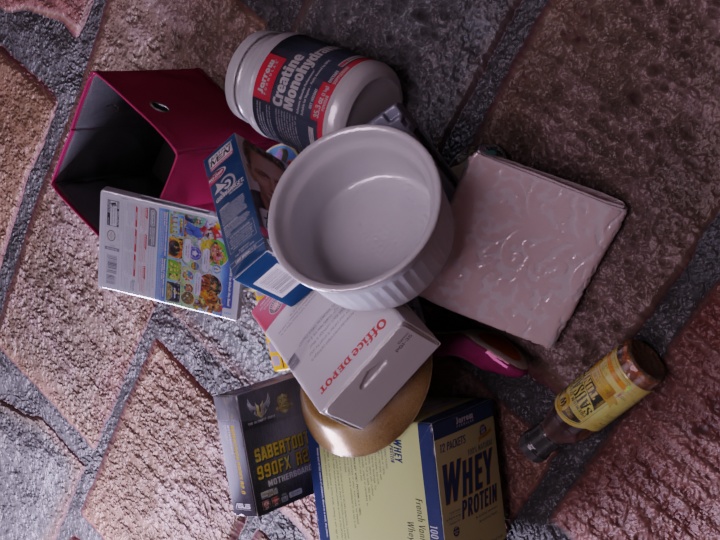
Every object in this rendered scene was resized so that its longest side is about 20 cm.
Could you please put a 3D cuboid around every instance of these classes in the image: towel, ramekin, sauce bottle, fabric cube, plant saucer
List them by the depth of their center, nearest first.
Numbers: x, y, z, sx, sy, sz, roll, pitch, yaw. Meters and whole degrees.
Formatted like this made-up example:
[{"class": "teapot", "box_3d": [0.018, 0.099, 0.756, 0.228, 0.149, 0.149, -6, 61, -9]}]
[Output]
[{"class": "ramekin", "box_3d": [0.007, -0.052, 1.298, 0.200, 0.098, 0.201, -9, 64, 19]}, {"class": "towel", "box_3d": [0.179, -0.024, 1.353, 0.191, 0.032, 0.200, 21, 117, -5]}, {"class": "sauce bottle", "box_3d": [0.263, 0.158, 1.360, 0.200, 0.066, 0.066, -47, 70, 33]}, {"class": "plant saucer", "box_3d": [-0.005, 0.125, 1.427, 0.200, 0.035, 0.201, -18, 58, 32]}, {"class": "fabric cube", "box_3d": [-0.272, -0.149, 1.634, 0.196, 0.199, 0.200, 43, 122, 24]}]

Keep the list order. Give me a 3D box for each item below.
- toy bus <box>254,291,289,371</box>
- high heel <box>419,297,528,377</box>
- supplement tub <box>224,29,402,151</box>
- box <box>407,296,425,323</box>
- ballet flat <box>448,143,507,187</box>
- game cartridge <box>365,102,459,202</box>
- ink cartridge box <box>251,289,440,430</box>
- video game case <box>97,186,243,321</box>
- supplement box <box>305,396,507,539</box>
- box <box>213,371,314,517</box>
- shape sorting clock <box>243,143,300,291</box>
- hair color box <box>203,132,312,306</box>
[{"class": "toy bus", "box_3d": [-0.100, 0.033, 1.621, 0.078, 0.065, 0.201, -13, 91, 41]}, {"class": "high heel", "box_3d": [0.123, 0.113, 1.460, 0.200, 0.067, 0.096, 31, 110, 45]}, {"class": "supplement tub", "box_3d": [-0.060, -0.220, 1.490, 0.200, 0.140, 0.141, 25, 114, 32]}, {"class": "box", "box_3d": [0.000, 0.000, 1.524, 0.137, 0.040, 0.201, -29, 67, 39]}, {"class": "ballet flat", "box_3d": [0.099, -0.080, 1.440, 0.072, 0.072, 0.200, 52, 126, 18]}, {"class": "game cartridge", "box_3d": [0.053, -0.085, 1.394, 0.133, 0.040, 0.200, -32, 101, 25]}, {"class": "ink cartridge box", "box_3d": [-0.021, 0.068, 1.386, 0.147, 0.083, 0.200, -48, 46, 9]}, {"class": "video game case", "box_3d": [-0.246, -0.021, 1.527, 0.199, 0.018, 0.144, 14, 117, 11]}, {"class": "supplement box", "box_3d": [0.058, 0.267, 1.474, 0.199, 0.134, 0.201, -3, 96, 39]}, {"class": "box", "box_3d": [-0.092, 0.217, 1.542, 0.048, 0.200, 0.159, -6, 94, 43]}, {"class": "shape sorting clock", "box_3d": [-0.127, -0.071, 1.541, 0.200, 0.039, 0.201, -31, 54, 53]}, {"class": "hair color box", "box_3d": [-0.117, -0.062, 1.407, 0.060, 0.100, 0.200, -39, 48, 22]}]
